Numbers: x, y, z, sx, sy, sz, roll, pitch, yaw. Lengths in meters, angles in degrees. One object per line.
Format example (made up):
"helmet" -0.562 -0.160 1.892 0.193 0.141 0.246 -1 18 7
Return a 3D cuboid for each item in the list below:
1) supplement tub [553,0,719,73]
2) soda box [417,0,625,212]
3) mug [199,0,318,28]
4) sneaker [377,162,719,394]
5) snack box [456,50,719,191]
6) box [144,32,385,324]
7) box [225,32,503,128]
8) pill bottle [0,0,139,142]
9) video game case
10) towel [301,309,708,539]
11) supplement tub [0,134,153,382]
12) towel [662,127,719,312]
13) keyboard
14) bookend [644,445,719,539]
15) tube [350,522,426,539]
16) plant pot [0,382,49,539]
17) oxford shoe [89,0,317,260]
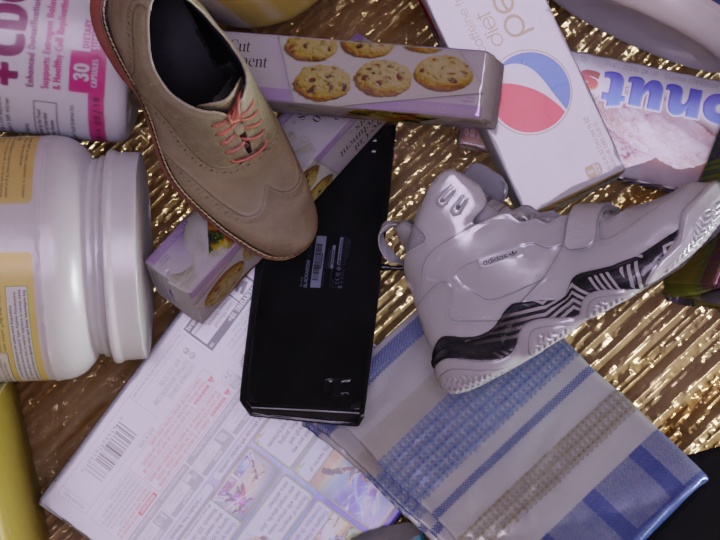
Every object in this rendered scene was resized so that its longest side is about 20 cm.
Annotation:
"supplement tub" 0.204 -0.234 1.390 0.144 0.145 0.201 25 89 0
"soda box" 0.086 -0.133 1.403 0.068 0.064 0.201 -25 87 0
"mug" -0.068 -0.205 1.364 0.149 0.153 0.187 -35 58 5
"sneaker" 0.105 -0.022 1.325 0.200 0.075 0.115 -32 86 19
"snack box" 0.163 -0.092 1.446 0.199 0.024 0.072 12 87 0
"box" -0.048 -0.056 1.404 0.039 0.041 0.200 34 70 23
"box" -0.017 -0.112 1.368 0.199 0.039 0.042 7 85 18
"pill bottle" -0.231 -0.142 1.399 0.199 0.113 0.114 6 88 0
"video game case" -0.064 0.115 1.427 0.181 0.045 0.200 37 87 1
"towel" 0.083 0.104 1.370 0.147 0.024 0.200 -43 70 -15
"supplement tub" -0.226 -0.006 1.380 0.199 0.145 0.146 -1 88 -1
"towel" 0.229 -0.069 1.362 0.023 0.144 0.201 21 87 -4
"keyboard" 0.000 0.000 1.403 0.126 0.021 0.201 3 63 8
"bookend" 0.165 0.226 1.374 0.199 0.092 0.200 -17 69 -1
"tube" 0.042 0.251 1.397 0.050 0.077 0.201 -24 102 -31
"plant pot" -0.272 0.194 1.360 0.193 0.196 0.201 -17 98 -1
"oxford shoe" -0.081 -0.080 1.312 0.070 0.075 0.200 -41 115 -10
